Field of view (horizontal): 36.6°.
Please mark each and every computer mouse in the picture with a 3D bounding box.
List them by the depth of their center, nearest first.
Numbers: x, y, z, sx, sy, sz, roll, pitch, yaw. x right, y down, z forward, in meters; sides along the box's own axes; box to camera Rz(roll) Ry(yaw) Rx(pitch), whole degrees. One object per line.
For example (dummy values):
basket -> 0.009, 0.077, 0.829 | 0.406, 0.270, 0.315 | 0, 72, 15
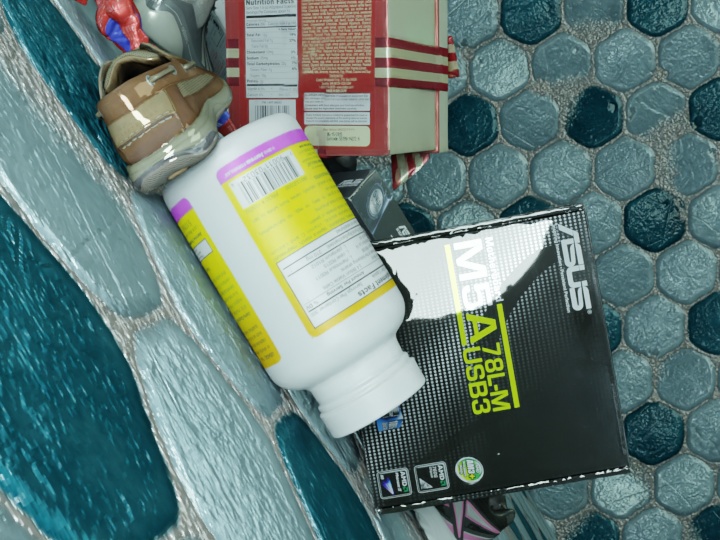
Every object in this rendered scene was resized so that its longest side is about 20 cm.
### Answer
computer mouse -> -0.017, -0.126, 1.224 | 0.059, 0.034, 0.200 | 54, 5, -1

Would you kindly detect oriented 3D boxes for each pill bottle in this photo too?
pill bottle -> -0.039, 0.006, 0.719 | 0.201, 0.104, 0.104 | 59, 4, -1

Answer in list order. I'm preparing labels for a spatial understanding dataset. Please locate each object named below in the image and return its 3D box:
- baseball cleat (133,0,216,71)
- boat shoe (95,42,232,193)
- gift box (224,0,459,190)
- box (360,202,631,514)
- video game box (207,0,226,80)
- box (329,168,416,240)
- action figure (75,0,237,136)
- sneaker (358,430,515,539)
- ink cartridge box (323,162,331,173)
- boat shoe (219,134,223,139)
baseball cleat -> -0.152, -0.227, 1.001 | 0.070, 0.107, 0.200 | 39, 2, 0
boat shoe -> -0.132, -0.117, 0.716 | 0.072, 0.075, 0.200 | 55, 4, -21
gift box -> -0.020, -0.175, 1.016 | 0.187, 0.183, 0.202 | -22, 117, -66
box -> 0.088, 0.065, 0.811 | 0.048, 0.191, 0.202 | -8, 89, -84
video game box -> -0.123, -0.208, 1.235 | 0.183, 0.047, 0.200 | 61, -15, -4
box -> 0.000, 0.000, 1.042 | 0.160, 0.044, 0.201 | -1, -51, 50
action figure -> -0.156, -0.152, 0.841 | 0.200, 0.052, 0.065 | 52, 1, -21
sneaker -> 0.065, 0.166, 0.930 | 0.200, 0.086, 0.080 | 55, 4, -34
ink cartridge box -> -0.041, -0.052, 1.221 | 0.146, 0.084, 0.200 | 58, 5, -9
boat shoe -> -0.113, -0.142, 1.132 | 0.072, 0.065, 0.200 | 59, 4, 13
